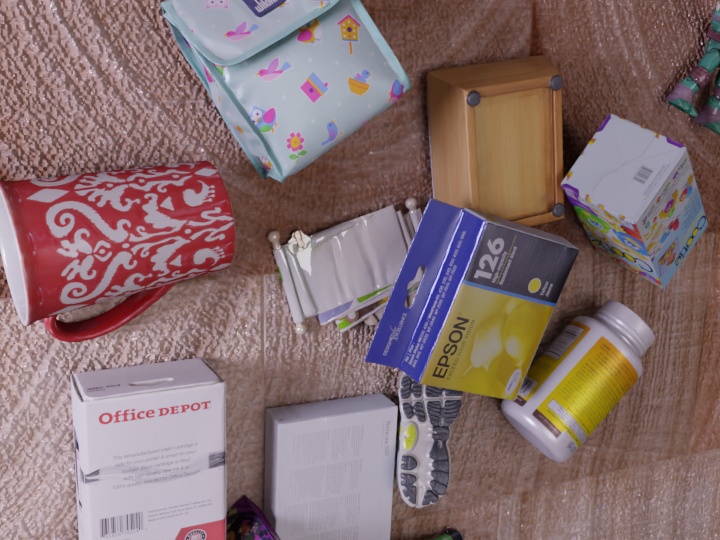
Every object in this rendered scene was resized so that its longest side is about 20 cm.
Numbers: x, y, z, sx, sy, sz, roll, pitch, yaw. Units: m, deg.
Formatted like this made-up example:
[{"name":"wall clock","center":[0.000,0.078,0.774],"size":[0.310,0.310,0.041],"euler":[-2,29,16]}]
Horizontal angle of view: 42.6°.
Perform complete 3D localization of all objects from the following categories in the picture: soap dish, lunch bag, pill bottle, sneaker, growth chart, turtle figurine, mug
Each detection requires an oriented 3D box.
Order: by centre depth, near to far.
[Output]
[{"name":"mug","center":[-0.237,-0.028,0.889],"size":[0.199,0.178,0.134],"euler":[-14,73,-26]},{"name":"lunch bag","center":[-0.075,-0.214,0.898],"size":[0.170,0.122,0.201],"euler":[-35,108,-10]},{"name":"growth chart","center":[0.000,0.000,1.049],"size":[0.199,0.018,0.146],"euler":[-17,111,-21]},{"name":"soap dish","center":[0.158,-0.134,1.052],"size":[0.156,0.081,0.202],"euler":[-13,108,-22]},{"name":"sneaker","center":[0.072,0.179,1.102],"size":[0.077,0.080,0.202],"euler":[12,81,-6]},{"name":"turtle figurine","center":[0.477,-0.277,1.157],"size":[0.149,0.101,0.201],"euler":[27,107,-14]},{"name":"pill bottle","center":[0.278,0.135,1.166],"size":[0.200,0.109,0.109],"euler":[-46,118,-7]}]

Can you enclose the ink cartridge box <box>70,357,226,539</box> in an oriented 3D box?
[{"name":"ink cartridge box","center":[-0.219,0.202,0.961],"size":[0.146,0.083,0.202],"euler":[-4,106,-25]}]

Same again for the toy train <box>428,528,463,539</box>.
[{"name":"toy train","center":[0.071,0.370,1.135],"size":[0.199,0.042,0.057],"euler":[-9,69,-47]}]

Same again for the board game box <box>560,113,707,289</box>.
[{"name":"board game box","center":[0.328,-0.077,1.092],"size":[0.105,0.103,0.200],"euler":[-54,146,-4]}]

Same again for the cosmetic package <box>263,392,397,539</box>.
[{"name":"cosmetic package","center":[-0.036,0.253,1.081],"size":[0.150,0.052,0.202],"euler":[-3,105,-23]}]

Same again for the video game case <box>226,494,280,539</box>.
[{"name":"video game case","center":[-0.148,0.352,0.970],"size":[0.181,0.200,0.036],"euler":[-44,116,-8]}]

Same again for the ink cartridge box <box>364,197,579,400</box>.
[{"name":"ink cartridge box","center":[0.128,0.038,1.027],"size":[0.199,0.047,0.199],"euler":[12,107,-34]}]
